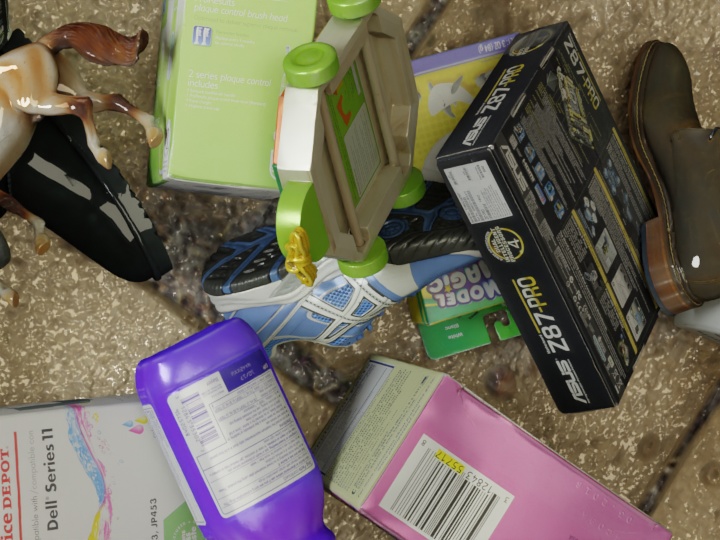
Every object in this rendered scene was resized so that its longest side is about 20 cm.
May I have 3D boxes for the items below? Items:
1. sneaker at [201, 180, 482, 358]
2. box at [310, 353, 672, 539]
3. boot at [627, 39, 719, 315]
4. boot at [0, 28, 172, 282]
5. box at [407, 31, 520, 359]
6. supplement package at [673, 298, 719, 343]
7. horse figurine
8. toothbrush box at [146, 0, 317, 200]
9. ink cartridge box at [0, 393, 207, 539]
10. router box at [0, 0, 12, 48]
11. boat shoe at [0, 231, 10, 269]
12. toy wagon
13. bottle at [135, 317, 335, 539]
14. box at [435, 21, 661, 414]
[{"bbox_3d":[0.000,0.000,1.191,0.198,0.076,0.078,-14,124,13],"label":"sneaker"},{"bbox_3d":[0.071,0.146,1.160,0.175,0.200,0.097,35,84,-11],"label":"box"},{"bbox_3d":[0.238,-0.074,1.222,0.074,0.096,0.202,25,55,-48],"label":"boot"},{"bbox_3d":[-0.235,-0.039,1.154,0.162,0.073,0.199,-36,91,-12],"label":"boot"},{"bbox_3d":[0.074,-0.049,1.238,0.116,0.048,0.202,-16,96,-12],"label":"box"},{"bbox_3d":[0.325,0.011,1.204,0.117,0.199,0.118,21,87,-32],"label":"supplement package"},{"bbox_3d":[-0.205,-0.078,1.094,0.132,0.050,0.200,41,91,21],"label":"horse figurine"},{"bbox_3d":[-0.080,-0.150,1.150,0.085,0.146,0.202,7,90,-12],"label":"toothbrush box"},{"bbox_3d":[-0.192,0.142,1.136,0.198,0.067,0.119,-4,92,-33],"label":"ink cartridge box"},{"bbox_3d":[-0.296,-0.214,1.073,0.200,0.150,0.062,42,72,5],"label":"router box"},{"bbox_3d":[-0.262,-0.064,1.052,0.056,0.069,0.201,-18,58,-25],"label":"boat shoe"},{"bbox_3d":[-0.013,-0.071,1.089,0.201,0.039,0.156,-61,146,-42],"label":"toy wagon"},{"bbox_3d":[-0.066,0.133,1.129,0.083,0.065,0.202,-27,94,-24],"label":"bottle"},{"bbox_3d":[0.133,-0.035,1.180,0.201,0.049,0.162,61,40,-24],"label":"box"}]
